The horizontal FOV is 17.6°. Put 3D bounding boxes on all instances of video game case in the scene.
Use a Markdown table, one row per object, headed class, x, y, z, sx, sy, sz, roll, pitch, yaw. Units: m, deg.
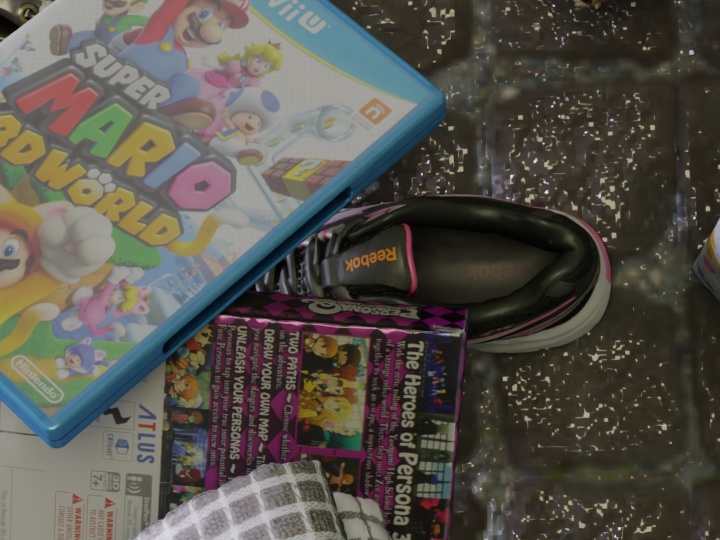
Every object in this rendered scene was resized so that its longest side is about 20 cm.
| class | x | y | z | sx | sy | sz | roll | pitch | yaw |
| --- | --- | --- | --- | --- | --- | --- | --- | --- | --- |
| video game case | -0.087 | -0.043 | 0.872 | 0.143 | 0.018 | 0.200 | 40 | 68 | 22 |
| video game case | -0.056 | 0.104 | 0.891 | 0.181 | 0.036 | 0.200 | 5 | 106 | 4 |

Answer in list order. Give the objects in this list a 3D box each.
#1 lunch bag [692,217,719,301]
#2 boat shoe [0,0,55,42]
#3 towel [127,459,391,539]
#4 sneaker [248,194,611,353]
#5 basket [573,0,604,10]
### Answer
| class | x | y | z | sx | sy | sz | roll | pitch | yaw |
| --- | --- | --- | --- | --- | --- | --- | --- | --- | --- |
| lunch bag | 0.231 | 0.017 | 0.862 | 0.200 | 0.170 | 0.127 | 37 | 87 | 7 |
| boat shoe | -0.166 | -0.117 | 0.950 | 0.200 | 0.073 | 0.065 | 14 | 80 | 3 |
| towel | -0.065 | 0.182 | 0.810 | 0.200 | 0.086 | 0.166 | -34 | 54 | 17 |
| sneaker | 0.000 | 0.000 | 0.918 | 0.200 | 0.086 | 0.080 | -12 | 79 | 1 |
| basket | 0.149 | -0.215 | 0.886 | 0.143 | 0.200 | 0.149 | -17 | 77 | -30 |
